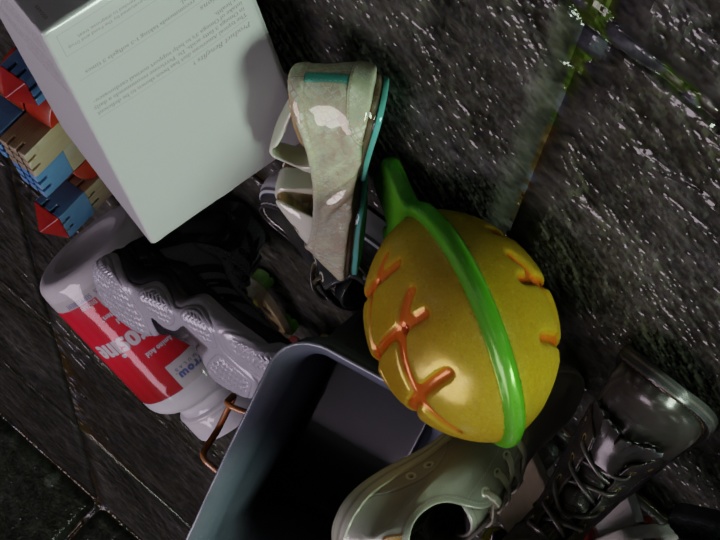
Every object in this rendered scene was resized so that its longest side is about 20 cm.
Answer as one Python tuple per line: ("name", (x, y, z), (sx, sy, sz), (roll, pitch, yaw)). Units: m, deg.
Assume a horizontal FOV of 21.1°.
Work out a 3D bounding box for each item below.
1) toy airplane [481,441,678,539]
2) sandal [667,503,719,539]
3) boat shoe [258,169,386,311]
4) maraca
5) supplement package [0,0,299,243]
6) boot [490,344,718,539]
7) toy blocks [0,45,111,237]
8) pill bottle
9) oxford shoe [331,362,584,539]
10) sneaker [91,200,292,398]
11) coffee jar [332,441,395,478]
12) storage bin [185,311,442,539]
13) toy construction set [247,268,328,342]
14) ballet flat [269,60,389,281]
("toy airplane", (0.123, 0.208, 1.310), (0.199, 0.200, 0.141), (23, 174, 22))
("sandal", (0.265, 0.154, 1.077), (0.200, 0.045, 0.075), (4, 146, 42))
("boat shoe", (0.000, 0.000, 1.258), (0.200, 0.057, 0.069), (33, 161, 29))
("maraca", (0.050, 0.018, 1.121), (0.200, 0.107, 0.137), (-121, 18, -46))
("supplement package", (-0.126, -0.133, 1.087), (0.117, 0.117, 0.200), (47, 168, 33))
("boot", (0.122, 0.143, 1.126), (0.069, 0.174, 0.200), (39, 163, 13))
("toy blocks", (-0.191, -0.112, 1.280), (0.100, 0.137, 0.200), (34, 161, 27))
("pill bottle", (-0.172, 0.049, 1.665), (0.200, 0.112, 0.112), (49, 162, -20))
("oxford shoe", (0.071, 0.123, 1.156), (0.058, 0.200, 0.075), (30, 138, 36))
("sneaker", (-0.092, 0.014, 1.407), (0.200, 0.114, 0.076), (27, 148, 28))
("coffee jar", (0.032, 0.144, 1.452), (0.085, 0.104, 0.200), (26, 158, 24))
("storage bin", (-0.022, 0.122, 1.280), (0.145, 0.200, 0.134), (28, -157, 6))
("toy construction set", (-0.054, 0.065, 1.497), (0.131, 0.092, 0.200), (54, 171, -32))
("ballet flat", (-0.022, -0.061, 1.127), (0.062, 0.068, 0.200), (8, 149, 0))
